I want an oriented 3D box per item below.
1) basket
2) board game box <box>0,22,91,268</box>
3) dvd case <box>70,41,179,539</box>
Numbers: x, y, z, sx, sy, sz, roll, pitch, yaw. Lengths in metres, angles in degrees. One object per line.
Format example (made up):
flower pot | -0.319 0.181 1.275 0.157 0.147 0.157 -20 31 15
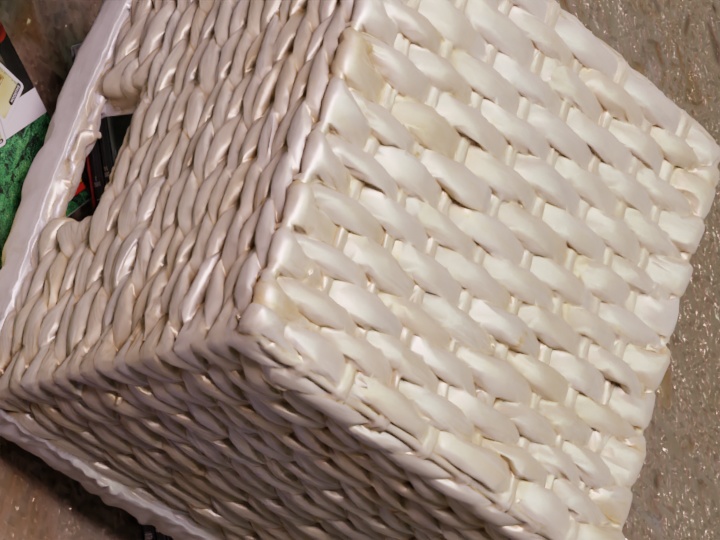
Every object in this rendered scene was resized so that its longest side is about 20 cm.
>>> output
basket | 0.000 0.000 0.850 0.200 0.161 0.199 36 59 -34
board game box | -0.169 -0.030 0.806 0.105 0.023 0.200 65 32 -14
dvd case | -0.038 0.007 0.935 0.146 0.022 0.201 -5 87 -43
